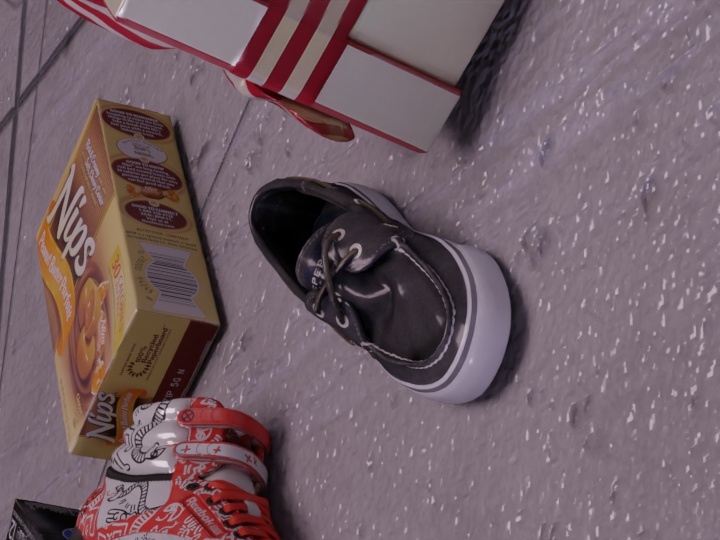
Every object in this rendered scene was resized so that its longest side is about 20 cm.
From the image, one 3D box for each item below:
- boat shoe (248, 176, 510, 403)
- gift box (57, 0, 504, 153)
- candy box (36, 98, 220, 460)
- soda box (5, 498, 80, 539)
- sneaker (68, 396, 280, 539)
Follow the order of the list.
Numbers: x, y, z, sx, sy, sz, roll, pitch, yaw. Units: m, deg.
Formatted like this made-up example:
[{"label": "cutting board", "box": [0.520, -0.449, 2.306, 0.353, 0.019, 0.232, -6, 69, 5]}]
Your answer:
[{"label": "boat shoe", "box": [0.000, 0.000, 0.893, 0.070, 0.066, 0.200, -70, 26, 15]}, {"label": "gift box", "box": [-0.027, -0.171, 0.911, 0.187, 0.184, 0.200, -60, 25, 14]}, {"label": "candy box", "box": [-0.142, 0.004, 1.199, 0.116, 0.055, 0.200, -60, 29, 32]}, {"label": "soda box", "box": [-0.147, 0.193, 1.111, 0.200, 0.063, 0.071, 29, 106, 64]}, {"label": "sneaker", "box": [-0.069, 0.120, 0.978, 0.201, 0.067, 0.108, 9, 70, 53]}]
